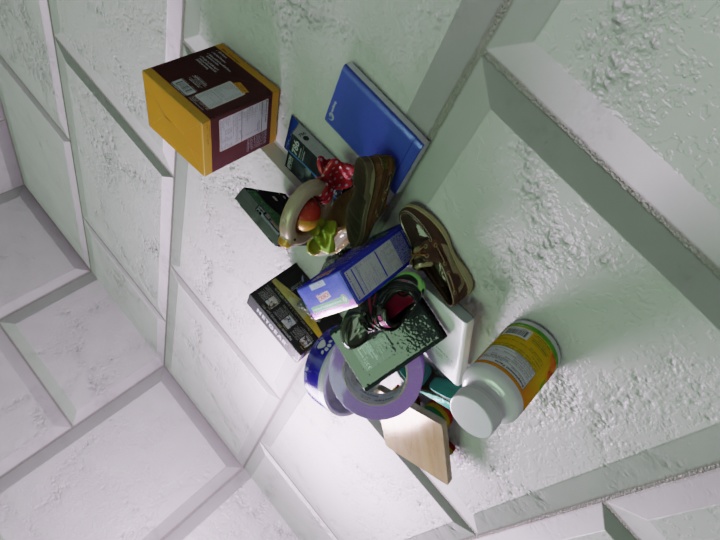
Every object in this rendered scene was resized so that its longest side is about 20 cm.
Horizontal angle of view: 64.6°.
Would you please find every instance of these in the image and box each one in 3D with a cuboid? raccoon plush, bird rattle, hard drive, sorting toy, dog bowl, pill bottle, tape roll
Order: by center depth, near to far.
[{"bbox_3d":[0.239,0.182,0.951,0.110,0.199,0.112,31,140,30],"label":"pill bottle"},{"bbox_3d":[0.023,-0.249,1.009,0.200,0.025,0.132,48,146,11],"label":"hard drive"},{"bbox_3d":[-0.084,-0.115,1.065,0.112,0.163,0.202,38,127,14],"label":"bird rattle"},{"bbox_3d":[0.051,0.123,1.109,0.199,0.033,0.141,-37,81,21],"label":"hard drive"},{"bbox_3d":[0.162,0.123,1.121,0.132,0.026,0.202,43,152,35],"label":"hard drive"},{"bbox_3d":[0.035,0.205,1.193,0.196,0.066,0.204,2,100,10],"label":"tape roll"},{"bbox_3d":[-0.174,-0.113,1.236,0.038,0.200,0.140,-44,81,15],"label":"hard drive"},{"bbox_3d":[-0.084,0.014,1.266,0.096,0.133,0.203,24,135,39],"label":"raccoon plush"},{"bbox_3d":[-0.035,0.231,1.334,0.078,0.199,0.203,20,133,42],"label":"dog bowl"},{"bbox_3d":[0.141,0.372,1.351,0.197,0.069,0.203,21,133,40],"label":"sorting toy"}]

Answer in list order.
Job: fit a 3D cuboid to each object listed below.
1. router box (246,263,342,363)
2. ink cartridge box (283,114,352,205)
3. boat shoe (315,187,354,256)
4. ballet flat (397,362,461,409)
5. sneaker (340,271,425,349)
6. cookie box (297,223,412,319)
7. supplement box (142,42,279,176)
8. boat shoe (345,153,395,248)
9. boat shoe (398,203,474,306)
[{"bbox_3d":[-0.161,0.103,1.419,0.201,0.156,0.052,49,145,10],"label":"router box"},{"bbox_3d":[-0.099,-0.218,1.178,0.200,0.039,0.100,46,146,15],"label":"ink cartridge box"},{"bbox_3d":[-0.027,-0.099,1.159,0.199,0.068,0.075,-39,62,35],"label":"boat shoe"},{"bbox_3d":[0.155,0.252,1.240,0.198,0.067,0.071,24,150,41],"label":"ballet flat"},{"bbox_3d":[0.033,0.079,1.043,0.077,0.084,0.200,42,112,-12],"label":"sneaker"},{"bbox_3d":[0.000,0.000,1.093,0.170,0.199,0.076,-21,103,55],"label":"cookie box"},{"bbox_3d":[-0.306,-0.339,1.184,0.197,0.199,0.134,41,144,19],"label":"supplement box"},{"bbox_3d":[0.020,-0.119,1.033,0.073,0.067,0.202,61,153,32],"label":"boat shoe"},{"bbox_3d":[0.125,-0.026,1.030,0.202,0.072,0.072,57,146,-3],"label":"boat shoe"}]
